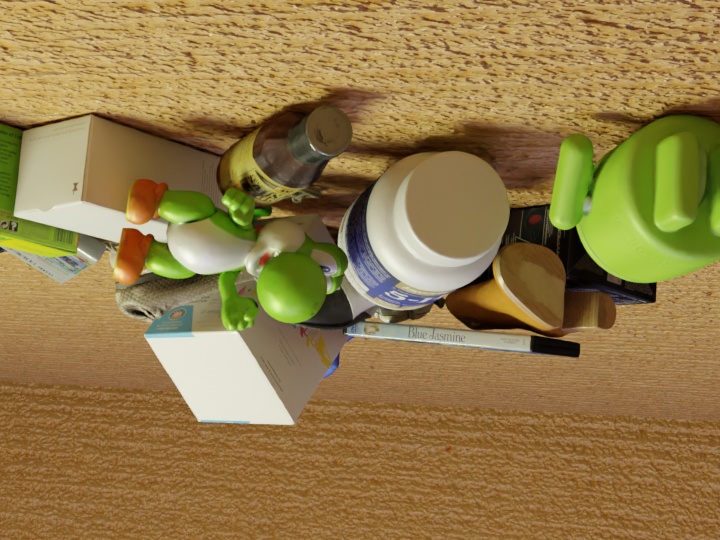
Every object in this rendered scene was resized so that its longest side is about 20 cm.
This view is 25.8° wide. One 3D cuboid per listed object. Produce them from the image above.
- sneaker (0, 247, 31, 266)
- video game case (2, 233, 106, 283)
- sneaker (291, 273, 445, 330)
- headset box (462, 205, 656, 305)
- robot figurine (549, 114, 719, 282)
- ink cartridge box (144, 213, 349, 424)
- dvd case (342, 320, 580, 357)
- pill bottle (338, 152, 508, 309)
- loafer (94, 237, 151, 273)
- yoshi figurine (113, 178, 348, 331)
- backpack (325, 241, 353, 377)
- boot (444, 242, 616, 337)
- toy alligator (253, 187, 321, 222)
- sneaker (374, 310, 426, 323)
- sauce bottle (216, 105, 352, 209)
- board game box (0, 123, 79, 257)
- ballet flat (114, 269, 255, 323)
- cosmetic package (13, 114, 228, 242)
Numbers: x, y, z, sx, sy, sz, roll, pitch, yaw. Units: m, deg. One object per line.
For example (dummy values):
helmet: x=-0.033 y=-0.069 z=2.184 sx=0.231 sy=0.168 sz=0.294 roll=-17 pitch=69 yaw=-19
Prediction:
sneaker: x=-0.436 y=-0.045 z=1.709 sx=0.199 sy=0.084 sz=0.077 roll=7 pitch=169 yaw=-13
video game case: x=-0.360 y=-0.057 z=1.573 sx=0.200 sy=0.022 sz=0.182 roll=34 pitch=162 yaw=-14
sneaker: x=0.000 y=0.000 z=1.500 sx=0.199 sy=0.089 sz=0.074 roll=-12 pitch=-147 yaw=-36
headset box: x=0.183 y=-0.009 z=1.615 sx=0.148 sy=0.076 sz=0.199 roll=16 pitch=165 yaw=-41
robot figurine: x=0.239 y=-0.053 z=1.236 sx=0.174 sy=0.116 sz=0.200 roll=2 pitch=171 yaw=-10
ink cartridge box: x=-0.096 y=0.040 z=1.579 sx=0.128 sy=0.200 sz=0.126 roll=-4 pitch=129 yaw=37
dvd case: x=0.101 y=0.067 z=1.542 sx=0.199 sy=0.018 sz=0.143 roll=4 pitch=177 yaw=26
pill bottle: x=0.057 y=-0.037 z=1.365 sx=0.119 sy=0.120 sz=0.200 roll=7 pitch=170 yaw=-11
loafer: x=-0.246 y=-0.025 z=1.610 sx=0.199 sy=0.063 sz=0.072 roll=23 pitch=170 yaw=33
yoshi figurine: x=-0.108 y=-0.009 z=1.342 sx=0.199 sy=0.113 sz=0.112 roll=12 pitch=161 yaw=-9
backpack: x=-0.107 y=0.042 z=1.793 sx=0.162 sy=0.169 sz=0.200 roll=12 pitch=174 yaw=-29
boot: x=0.135 y=0.026 z=1.478 sx=0.143 sy=0.071 sz=0.201 roll=-3 pitch=163 yaw=38
toy alligator: x=-0.133 y=-0.056 z=1.578 sx=0.199 sy=0.055 sz=0.059 roll=1 pitch=169 yaw=22
sneaker: x=0.042 y=-0.005 z=1.604 sx=0.073 sy=0.116 sz=0.200 roll=5 pitch=168 yaw=14
sauce bottle: x=-0.064 y=-0.095 z=1.305 sx=0.066 sy=0.066 sz=0.200 roll=9 pitch=169 yaw=-20
board game box: x=-0.343 y=-0.082 z=1.413 sx=0.047 sy=0.102 sz=0.199 roll=-5 pitch=165 yaw=43
ballet flat: x=-0.131 y=0.010 z=1.474 sx=0.199 sy=0.047 sz=0.067 roll=-14 pitch=-177 yaw=-10
cosmetic package: x=-0.205 y=-0.072 z=1.444 sx=0.107 sy=0.085 sz=0.199 roll=-5 pitch=165 yaw=41
